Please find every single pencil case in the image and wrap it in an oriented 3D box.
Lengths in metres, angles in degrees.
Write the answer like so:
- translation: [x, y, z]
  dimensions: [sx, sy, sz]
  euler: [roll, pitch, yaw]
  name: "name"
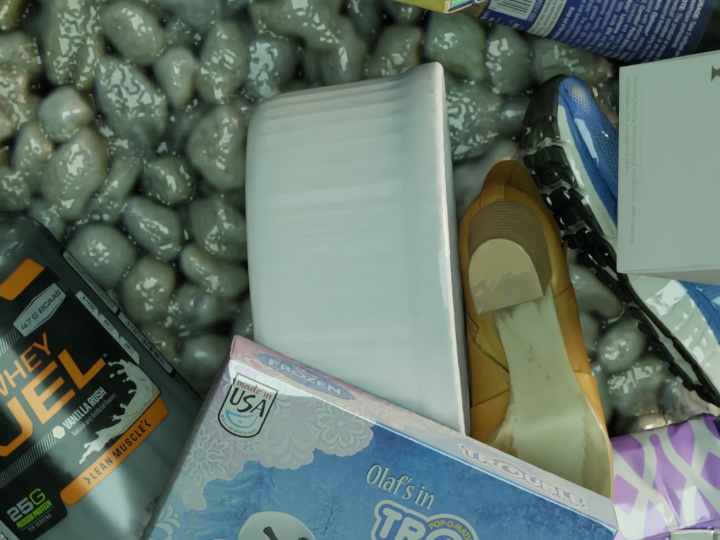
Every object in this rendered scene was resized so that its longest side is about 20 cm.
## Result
- translation: [0.110, 0.139, 1.516]
  dimensions: [0.199, 0.086, 0.084]
  euler: [-17, 129, 0]
  name: "pencil case"

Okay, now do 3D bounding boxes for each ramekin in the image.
- translation: [0.000, 0.000, 1.440]
  dimensions: [0.097, 0.200, 0.201]
  euler: [-3, 97, 3]
  name: "ramekin"

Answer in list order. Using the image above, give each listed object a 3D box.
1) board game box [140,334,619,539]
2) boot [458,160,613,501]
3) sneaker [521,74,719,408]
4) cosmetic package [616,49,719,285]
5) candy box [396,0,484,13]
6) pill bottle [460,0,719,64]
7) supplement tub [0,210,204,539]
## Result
- translation: [-0.010, 0.161, 1.370]
  dimensions: [0.199, 0.043, 0.200]
  euler: [24, 103, -5]
  name: "board game box"
- translation: [0.092, 0.051, 1.477]
  dimensions: [0.070, 0.144, 0.202]
  euler: [-8, 104, 10]
  name: "boot"
- translation: [0.161, -0.026, 1.515]
  dimensions: [0.089, 0.079, 0.200]
  euler: [-41, 104, -10]
  name: "sneaker"
- translation: [0.222, -0.043, 1.445]
  dimensions: [0.200, 0.085, 0.108]
  euler: [8, 82, -42]
  name: "cosmetic package"
- translation: [-0.004, -0.240, 1.383]
  dimensions: [0.169, 0.077, 0.201]
  euler: [16, 112, 26]
  name: "candy box"
- translation: [0.144, -0.161, 1.471]
  dimensions: [0.199, 0.112, 0.112]
  euler: [16, 95, -6]
  name: "pill bottle"
- translation: [-0.168, 0.057, 1.468]
  dimensions: [0.122, 0.123, 0.200]
  euler: [-42, 98, 1]
  name: "supplement tub"
